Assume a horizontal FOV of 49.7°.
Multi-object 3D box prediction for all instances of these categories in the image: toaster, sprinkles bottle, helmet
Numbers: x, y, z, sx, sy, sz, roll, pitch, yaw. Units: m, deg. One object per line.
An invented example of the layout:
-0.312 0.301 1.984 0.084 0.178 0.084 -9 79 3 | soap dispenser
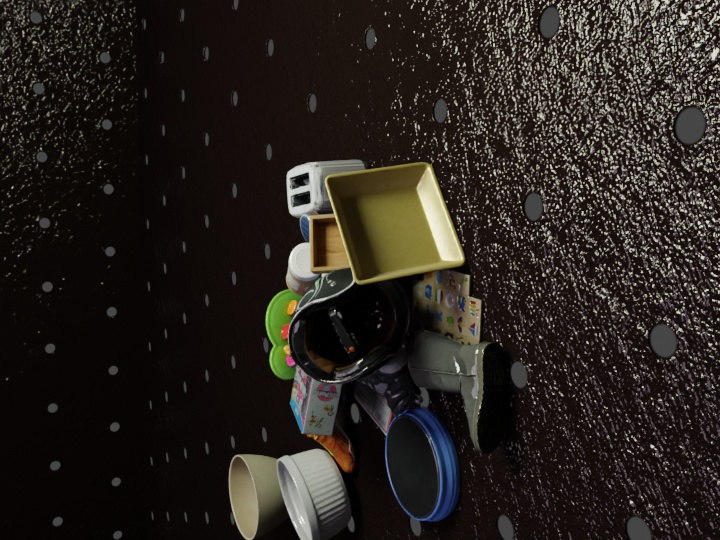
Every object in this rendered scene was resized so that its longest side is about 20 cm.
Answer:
-0.064 -0.160 1.548 0.199 0.127 0.116 1 95 61 | toaster
-0.111 0.000 1.535 0.200 0.067 0.070 124 137 -77 | sprinkles bottle
-0.017 0.088 1.321 0.196 0.190 0.204 7 109 21 | helmet

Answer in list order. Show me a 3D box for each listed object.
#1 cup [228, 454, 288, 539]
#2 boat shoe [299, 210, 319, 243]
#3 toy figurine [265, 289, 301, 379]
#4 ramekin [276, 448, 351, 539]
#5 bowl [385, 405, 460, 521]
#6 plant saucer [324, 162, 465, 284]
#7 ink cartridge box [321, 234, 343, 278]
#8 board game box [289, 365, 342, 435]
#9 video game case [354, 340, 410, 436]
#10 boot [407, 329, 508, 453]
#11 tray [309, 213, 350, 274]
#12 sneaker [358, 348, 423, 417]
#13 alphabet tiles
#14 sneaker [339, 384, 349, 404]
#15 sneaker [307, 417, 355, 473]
-0.227 0.546 1.923 0.199 0.141 0.205 16 108 60 | cup
-0.058 -0.051 1.531 0.072 0.072 0.201 39 161 41 | boat shoe
-0.098 0.123 1.635 0.183 0.149 0.203 -17 52 50 | toy figurine
-0.099 0.486 1.685 0.201 0.103 0.203 51 151 43 | ramekin
0.106 0.349 1.400 0.200 0.039 0.205 13 105 60 | bowl
0.052 -0.072 1.288 0.049 0.196 0.203 116 140 -60 | plant saucer
0.000 0.000 1.438 0.076 0.134 0.204 -40 -49 -75 | ink cartridge box
-0.080 0.193 1.500 0.148 0.063 0.204 -137 56 -70 | board game box
0.040 0.198 1.521 0.143 0.017 0.203 43 130 51 | video game case
0.149 0.190 1.260 0.198 0.072 0.186 -4 80 53 | boot
0.009 -0.051 1.371 0.037 0.196 0.101 47 -140 -76 | tray
0.042 0.209 1.427 0.199 0.075 0.115 -18 102 60 | sneaker
0.144 0.080 1.328 0.199 0.006 0.170 19 111 59 | alphabet tiles
-0.043 0.234 1.640 0.091 0.077 0.200 63 157 3 | sneaker
-0.073 0.347 1.644 0.202 0.077 0.073 62 157 -11 | sneaker
